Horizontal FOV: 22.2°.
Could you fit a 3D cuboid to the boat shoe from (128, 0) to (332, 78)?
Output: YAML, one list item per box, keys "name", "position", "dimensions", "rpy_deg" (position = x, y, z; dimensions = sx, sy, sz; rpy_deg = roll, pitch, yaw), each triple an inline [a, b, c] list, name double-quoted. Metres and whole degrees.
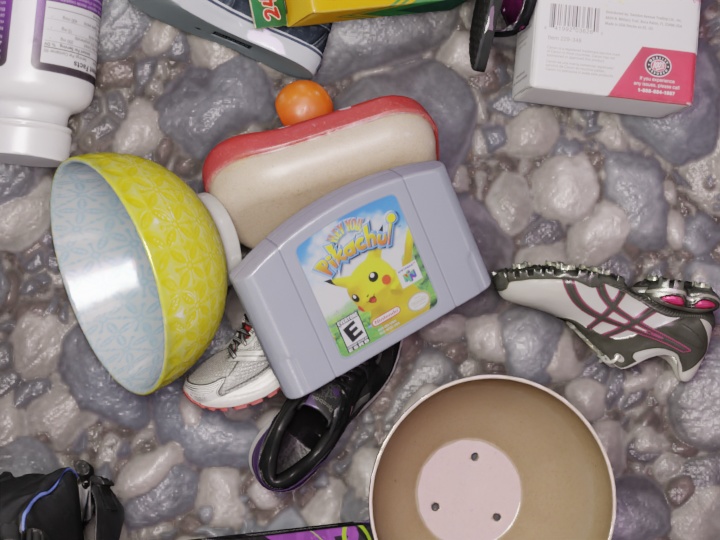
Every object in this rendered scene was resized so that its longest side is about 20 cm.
- name: "boat shoe"
  position: [-0.113, -0.242, 1.554]
  dimensions: [0.199, 0.071, 0.092]
  rpy_deg: [23, 79, -19]

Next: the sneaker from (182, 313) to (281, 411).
- name: "sneaker"
  position: [-0.072, 0.036, 1.526]
  dimensions: [0.200, 0.078, 0.082]
  rpy_deg: [-42, 120, -4]

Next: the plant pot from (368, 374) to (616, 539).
- name: "plant pot"
  position: [0.100, 0.187, 1.519]
  dimensions: [0.198, 0.134, 0.202]
  rpy_deg: [0, 86, -5]

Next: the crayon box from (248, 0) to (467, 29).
- name: "crayon box"
  position: [-0.006, -0.275, 1.541]
  dimensions: [0.199, 0.051, 0.128]
  rpy_deg: [-12, 88, -31]

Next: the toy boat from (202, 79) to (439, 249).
- name: "toy boat"
  position: [-0.038, -0.103, 1.546]
  dimensions: [0.198, 0.131, 0.131]
  rpy_deg: [-17, 58, -7]

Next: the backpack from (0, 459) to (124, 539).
- name: "backpack"
  position: [-0.281, 0.265, 1.455]
  dimensions: [0.153, 0.200, 0.192]
  rpy_deg: [-6, 96, 13]

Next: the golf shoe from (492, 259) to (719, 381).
- name: "golf shoe"
  position: [0.207, 0.040, 1.571]
  dimensions: [0.198, 0.077, 0.089]
  rpy_deg: [10, 93, -4]

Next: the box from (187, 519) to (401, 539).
- name: "box"
  position: [-0.049, 0.283, 1.501]
  dimensions: [0.199, 0.036, 0.145]
  rpy_deg: [-1, 86, -36]

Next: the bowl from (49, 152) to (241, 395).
- name: "bowl"
  position: [-0.162, -0.011, 1.492]
  dimensions: [0.107, 0.200, 0.202]
  rpy_deg: [-21, 88, -29]

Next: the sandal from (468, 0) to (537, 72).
- name: "sandal"
  position: [0.128, -0.250, 1.545]
  dimensions: [0.048, 0.076, 0.202]
  rpy_deg: [15, 57, -2]

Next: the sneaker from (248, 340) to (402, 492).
- name: "sneaker"
  position: [-0.020, 0.100, 1.536]
  dimensions: [0.075, 0.088, 0.201]
  rpy_deg: [31, 84, -3]

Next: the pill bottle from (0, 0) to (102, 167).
- name: "pill bottle"
  position: [-0.272, -0.191, 1.518]
  dimensions: [0.110, 0.111, 0.202]
  rpy_deg: [6, 86, -5]

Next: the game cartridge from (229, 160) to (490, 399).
- name: "game cartridge"
  position: [0.000, 0.000, 1.482]
  dimensions: [0.199, 0.040, 0.134]
  rpy_deg: [-30, 110, -13]

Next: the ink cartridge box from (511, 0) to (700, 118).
- name: "ink cartridge box"
  position: [0.214, -0.241, 1.582]
  dimensions: [0.146, 0.086, 0.202]
  rpy_deg: [6, 84, -7]
